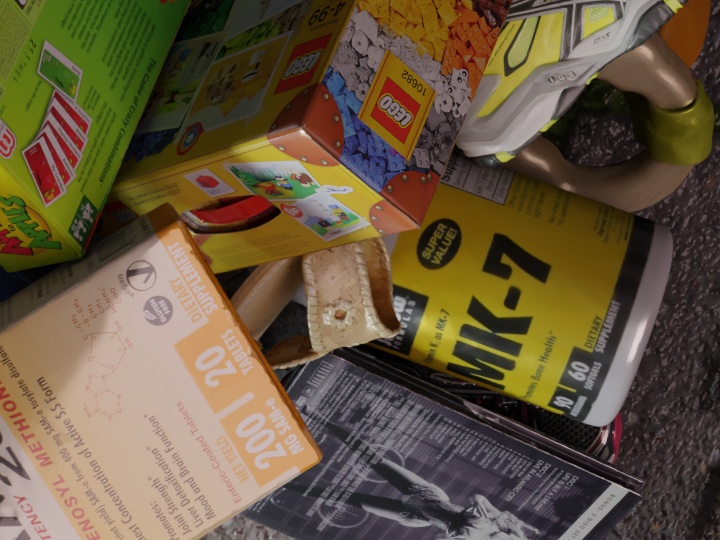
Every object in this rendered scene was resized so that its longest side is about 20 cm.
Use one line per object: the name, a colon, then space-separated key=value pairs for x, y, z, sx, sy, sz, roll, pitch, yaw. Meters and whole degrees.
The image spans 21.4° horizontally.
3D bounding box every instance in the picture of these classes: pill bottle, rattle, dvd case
pill bottle: x=0.057 y=-0.001 z=1.022 sx=0.198 sy=0.114 sz=0.115 roll=19 pitch=108 yaw=3
rattle: x=0.102 y=-0.099 z=1.102 sx=0.199 sy=0.144 sz=0.130 roll=-27 pitch=142 yaw=33
dvd case: x=0.034 y=0.121 z=1.052 sx=0.199 sy=0.016 sz=0.149 roll=25 pitch=132 yaw=-12

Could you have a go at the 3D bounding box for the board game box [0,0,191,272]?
board game box: x=-0.140 y=-0.111 z=0.873 sx=0.102 sy=0.047 sz=0.201 roll=52 pitch=41 yaw=-38

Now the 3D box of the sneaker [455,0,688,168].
sneaker: x=0.111 y=-0.143 z=0.967 sx=0.200 sy=0.075 sz=0.076 roll=-44 pitch=99 yaw=6

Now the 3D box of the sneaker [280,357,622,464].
sneaker: x=0.047 y=0.089 z=1.073 sx=0.198 sy=0.082 sz=0.075 roll=0 pitch=163 yaw=10

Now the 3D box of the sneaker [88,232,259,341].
sneaker: x=-0.099 y=-0.008 z=0.998 sx=0.081 sy=0.088 sz=0.201 roll=-34 pitch=126 yaw=-10

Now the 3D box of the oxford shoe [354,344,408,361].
oxford shoe: x=0.059 y=0.023 z=1.132 sx=0.199 sy=0.070 sz=0.076 roll=17 pitch=76 yaw=-31

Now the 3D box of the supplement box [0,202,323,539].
supplement box: x=-0.134 y=0.077 z=0.835 sx=0.199 sy=0.074 sz=0.127 roll=-33 pitch=103 yaw=-4

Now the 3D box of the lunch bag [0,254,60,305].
lunch bag: x=-0.213 y=0.032 z=0.924 sx=0.132 sy=0.136 sz=0.200 roll=-46 pitch=124 yaw=-1

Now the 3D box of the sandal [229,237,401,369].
sandal: x=-0.002 y=0.000 z=0.934 sx=0.212 sy=0.070 sz=0.078 roll=-53 pitch=168 yaw=13

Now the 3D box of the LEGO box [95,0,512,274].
LEGO box: x=-0.034 y=-0.086 z=0.891 sx=0.077 sy=0.199 sz=0.150 roll=37 pitch=61 yaw=-28
